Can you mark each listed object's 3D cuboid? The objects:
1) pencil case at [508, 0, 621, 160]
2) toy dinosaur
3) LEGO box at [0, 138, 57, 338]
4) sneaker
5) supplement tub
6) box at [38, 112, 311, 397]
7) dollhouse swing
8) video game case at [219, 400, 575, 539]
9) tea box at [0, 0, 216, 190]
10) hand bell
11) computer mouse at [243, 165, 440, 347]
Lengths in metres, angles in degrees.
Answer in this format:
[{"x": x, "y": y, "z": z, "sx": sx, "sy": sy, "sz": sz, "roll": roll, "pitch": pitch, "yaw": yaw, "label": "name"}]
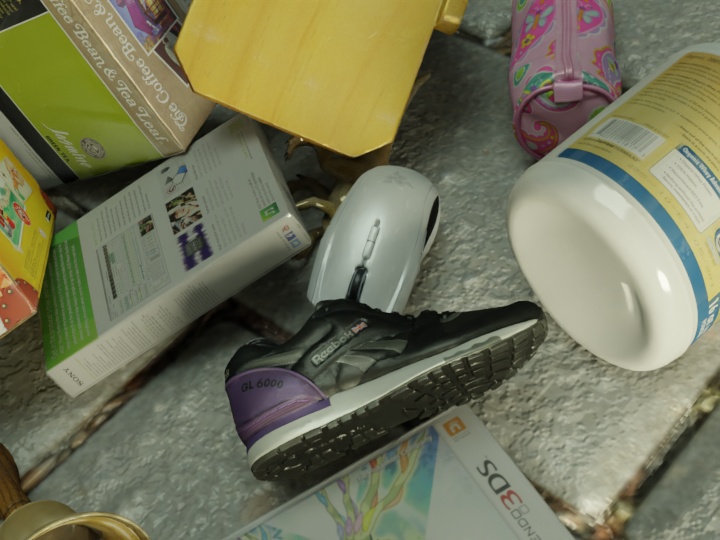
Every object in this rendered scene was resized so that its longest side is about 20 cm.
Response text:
[{"x": 0.156, "y": -0.174, "z": 0.965, "sx": 0.086, "sy": 0.088, "sz": 0.202, "roll": -3, "pitch": 47, "yaw": 12, "label": "pencil case"}, {"x": -0.009, "y": -0.063, "z": 0.937, "sx": 0.099, "sy": 0.059, "sz": 0.202, "roll": 12, "pitch": 58, "yaw": 6, "label": "toy dinosaur"}, {"x": -0.290, "y": -0.045, "z": 0.866, "sx": 0.077, "sy": 0.150, "sz": 0.200, "roll": -34, "pitch": 23, "yaw": 5, "label": "LEGO box"}, {"x": 0.012, "y": 0.045, "z": 0.753, "sx": 0.197, "sy": 0.076, "sz": 0.088, "roll": -22, "pitch": 65, "yaw": -5, "label": "sneaker"}, {"x": 0.204, "y": -0.050, "z": 0.788, "sx": 0.199, "sy": 0.146, "sz": 0.144, "roll": -37, "pitch": 48, "yaw": -20, "label": "supplement tub"}, {"x": -0.140, "y": -0.016, "z": 0.887, "sx": 0.198, "sy": 0.036, "sz": 0.145, "roll": -31, "pitch": 40, "yaw": 5, "label": "box"}, {"x": -0.036, "y": -0.203, "z": 0.946, "sx": 0.197, "sy": 0.178, "sz": 0.182, "roll": 21, "pitch": 12, "yaw": -12, "label": "dollhouse swing"}, {"x": 0.022, "y": 0.182, "z": 0.702, "sx": 0.198, "sy": 0.022, "sz": 0.183, "roll": -28, "pitch": 46, "yaw": -12, "label": "video game case"}, {"x": -0.223, "y": -0.189, "z": 0.963, "sx": 0.195, "sy": 0.201, "sz": 0.134, "roll": -7, "pitch": 40, "yaw": 39, "label": "tea box"}, {"x": -0.211, "y": 0.149, "z": 0.770, "sx": 0.104, "sy": 0.105, "sz": 0.199, "roll": -35, "pitch": 36, "yaw": -19, "label": "hand bell"}, {"x": 0.000, "y": 0.000, "z": 0.837, "sx": 0.108, "sy": 0.044, "sz": 0.202, "roll": 15, "pitch": 60, "yaw": 8, "label": "computer mouse"}]
